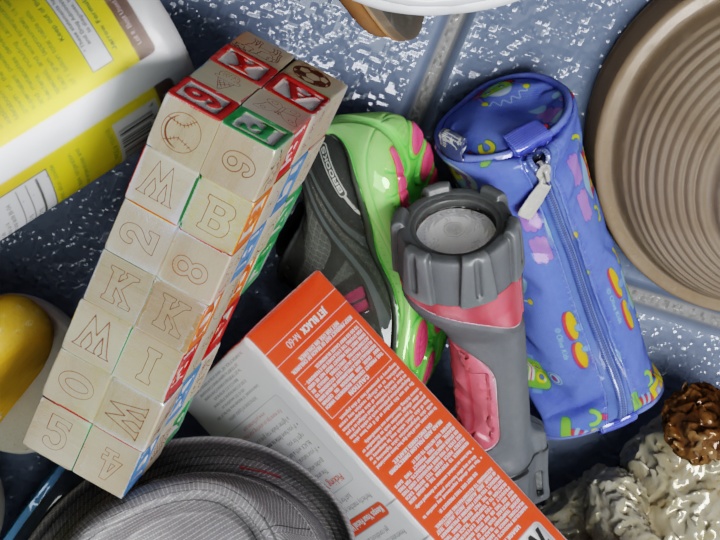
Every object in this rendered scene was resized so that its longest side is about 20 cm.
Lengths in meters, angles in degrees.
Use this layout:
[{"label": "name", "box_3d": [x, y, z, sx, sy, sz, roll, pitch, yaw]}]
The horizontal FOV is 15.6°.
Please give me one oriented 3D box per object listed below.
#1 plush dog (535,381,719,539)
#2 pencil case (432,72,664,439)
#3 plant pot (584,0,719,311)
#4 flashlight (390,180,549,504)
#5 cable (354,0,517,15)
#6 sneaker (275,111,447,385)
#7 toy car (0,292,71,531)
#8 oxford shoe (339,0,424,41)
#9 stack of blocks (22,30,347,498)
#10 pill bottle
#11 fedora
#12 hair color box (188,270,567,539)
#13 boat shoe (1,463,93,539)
[{"label": "plush dog", "box_3d": [0.163, 0.143, 1.447, 0.172, 0.160, 0.200, -40, 145, -6]}, {"label": "pencil case", "box_3d": [0.100, -0.004, 1.376, 0.078, 0.087, 0.201, -23, 118, -7]}, {"label": "plant pot", "box_3d": [0.222, -0.058, 1.369, 0.199, 0.093, 0.202, -3, 115, -7]}, {"label": "flashlight", "box_3d": [0.054, 0.050, 1.349, 0.068, 0.067, 0.201, -41, 142, -34]}, {"label": "cable", "box_3d": [0.036, -0.210, 1.137, 0.199, 0.069, 0.201, 7, 113, -11]}, {"label": "sneaker", "box_3d": [0.000, 0.000, 1.379, 0.083, 0.077, 0.201, 11, 126, 24]}, {"label": "toy car", "box_3d": [-0.246, 0.072, 1.327, 0.150, 0.175, 0.200, 38, 106, 13]}, {"label": "oxford shoe", "box_3d": [-0.039, -0.185, 1.258, 0.071, 0.072, 0.200, -22, 119, 33]}, {"label": "stack of blocks", "box_3d": [-0.085, -0.004, 1.268, 0.058, 0.115, 0.201, 28, 114, 6]}, {"label": "pill bottle", "box_3d": [-0.184, -0.071, 1.257, 0.199, 0.109, 0.110, -33, 117, -12]}, {"label": "fedora", "box_3d": [-0.099, 0.168, 1.286, 0.199, 0.090, 0.178, -23, 73, 10]}, {"label": "hair color box", "box_3d": [0.008, 0.106, 1.355, 0.200, 0.111, 0.064, 49, 60, -1]}, {"label": "boat shoe", "box_3d": [-0.172, 0.183, 1.423, 0.068, 0.084, 0.201, 30, 122, 4]}]
